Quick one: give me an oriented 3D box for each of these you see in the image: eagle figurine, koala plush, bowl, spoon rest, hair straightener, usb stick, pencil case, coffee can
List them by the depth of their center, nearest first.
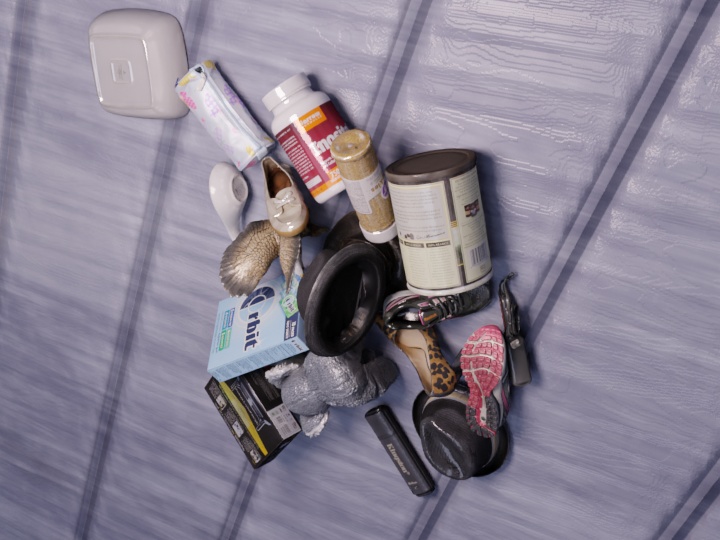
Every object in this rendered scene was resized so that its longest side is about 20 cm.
[{"bbox_3d":[0.128,-0.079,1.463,0.146,0.146,0.201,0,112,29],"label":"coffee can"},{"bbox_3d":[0.261,0.102,1.524,0.041,0.077,0.201,-8,106,-4],"label":"hair straightener"},{"bbox_3d":[-0.139,-0.041,1.593,0.151,0.200,0.152,37,125,10],"label":"eagle figurine"},{"bbox_3d":[-0.237,-0.273,1.609,0.200,0.083,0.091,53,148,-3],"label":"pencil case"},{"bbox_3d":[-0.068,0.199,1.655,0.199,0.184,0.178,-31,99,24],"label":"koala plush"},{"bbox_3d":[-0.416,-0.372,1.668,0.199,0.075,0.201,9,115,24],"label":"bowl"},{"bbox_3d":[-0.228,-0.106,1.683,0.060,0.099,0.201,-9,118,29],"label":"spoon rest"},{"bbox_3d":[0.076,0.349,1.761,0.055,0.033,0.201,-27,98,34],"label":"usb stick"}]

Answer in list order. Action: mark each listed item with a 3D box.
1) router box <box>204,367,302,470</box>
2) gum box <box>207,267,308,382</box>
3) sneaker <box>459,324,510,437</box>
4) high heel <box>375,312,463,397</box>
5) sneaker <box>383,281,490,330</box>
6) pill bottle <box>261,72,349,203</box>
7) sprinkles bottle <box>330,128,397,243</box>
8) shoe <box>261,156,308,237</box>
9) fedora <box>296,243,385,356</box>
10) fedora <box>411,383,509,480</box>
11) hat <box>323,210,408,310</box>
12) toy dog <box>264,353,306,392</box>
[{"bbox_3d":[-0.211,0.266,1.768,0.200,0.052,0.157,56,139,14],"label":"router box"},{"bbox_3d":[-0.182,0.099,1.682,0.199,0.171,0.045,-21,132,23],"label":"gum box"},{"bbox_3d":[0.219,0.183,1.565,0.080,0.075,0.201,15,118,31],"label":"sneaker"},{"bbox_3d":[0.088,0.143,1.590,0.199,0.143,0.072,27,123,15],"label":"high heel"},{"bbox_3d":[0.129,0.067,1.551,0.199,0.086,0.081,-20,105,17],"label":"sneaker"},{"bbox_3d":[-0.077,-0.223,1.527,0.113,0.113,0.201,-29,97,35],"label":"pill bottle"},{"bbox_3d":[0.010,-0.132,1.462,0.068,0.068,0.200,7,144,26],"label":"sprinkles bottle"},{"bbox_3d":[-0.138,-0.129,1.562,0.070,0.200,0.053,-27,130,5],"label":"shoe"},{"bbox_3d":[-0.047,0.039,1.517,0.091,0.200,0.202,27,125,38],"label":"fedora"},{"bbox_3d":[0.169,0.306,1.652,0.200,0.092,0.202,11,117,23],"label":"fedora"},{"bbox_3d":[0.000,0.000,1.610,0.200,0.081,0.202,12,118,23],"label":"hat"},{"bbox_3d":[-0.172,0.207,1.788,0.132,0.096,0.200,48,125,9],"label":"toy dog"}]
